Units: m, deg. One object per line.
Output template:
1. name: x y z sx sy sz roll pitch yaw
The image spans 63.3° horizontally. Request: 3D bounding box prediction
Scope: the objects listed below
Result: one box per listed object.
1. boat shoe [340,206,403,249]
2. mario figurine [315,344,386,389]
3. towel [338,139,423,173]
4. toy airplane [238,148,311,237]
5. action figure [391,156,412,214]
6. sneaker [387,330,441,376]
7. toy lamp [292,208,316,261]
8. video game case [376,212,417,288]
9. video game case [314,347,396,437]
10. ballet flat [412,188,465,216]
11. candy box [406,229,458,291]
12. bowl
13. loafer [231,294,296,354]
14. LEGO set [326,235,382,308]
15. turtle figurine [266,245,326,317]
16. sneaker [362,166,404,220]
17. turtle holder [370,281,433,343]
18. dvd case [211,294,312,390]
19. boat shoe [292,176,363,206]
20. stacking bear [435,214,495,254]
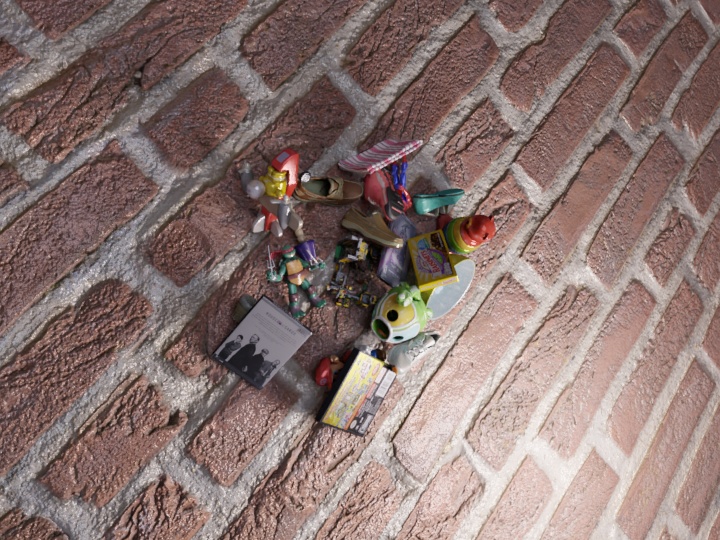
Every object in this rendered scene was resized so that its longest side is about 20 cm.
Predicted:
1. boat shoe: 0.034 -0.117 1.515 0.072 0.200 0.076 12 102 -57
2. mario figurine: -0.020 0.263 1.491 0.199 0.106 0.124 -8 77 -29
3. towel: 0.054 -0.315 1.576 0.200 0.146 0.030 -33 118 -25
4. toy airplane: -0.221 -0.178 1.402 0.141 0.199 0.200 4 77 -52
5. action figure: 0.097 -0.243 1.621 0.099 0.065 0.201 -1 84 -58
6. sneaker: 0.146 0.207 1.546 0.076 0.092 0.200 56 37 -2
7. toy lamp: -0.168 -0.118 1.499 0.058 0.058 0.201 -25 93 -25
8. video game case: 0.102 -0.054 1.592 0.143 0.019 0.201 36 64 -55
9. video game case: -0.005 0.311 1.474 0.181 0.025 0.200 34 84 -45
10. ballet flat: 0.224 -0.193 1.685 0.200 0.067 0.071 -14 111 -38
11. candy box: 0.187 -0.029 1.535 0.102 0.200 0.026 -18 129 7
12. bowl: 0.213 0.026 1.617 0.200 0.201 0.108 -35 56 -24
13. loafer: -0.236 0.143 1.436 0.070 0.075 0.200 -40 107 13
14. LEGO set: 0.000 0.000 1.527 0.153 0.116 0.201 26 74 -20
15. turtle figurine: -0.160 0.009 1.463 0.149 0.101 0.201 -20 108 -10
16. sneaker: 0.055 -0.198 1.562 0.074 0.087 0.201 30 36 -41
17. turtle holder: 0.106 0.117 1.520 0.132 0.185 0.141 -32 96 -34
18. dvd case: -0.235 0.174 1.394 0.150 0.025 0.200 39 101 -15
19. boat shoe: -0.081 -0.211 1.540 0.199 0.074 0.076 -4 85 -25
20. stacking bear: 0.298 -0.105 1.634 0.113 0.200 0.122 30 72 -19
